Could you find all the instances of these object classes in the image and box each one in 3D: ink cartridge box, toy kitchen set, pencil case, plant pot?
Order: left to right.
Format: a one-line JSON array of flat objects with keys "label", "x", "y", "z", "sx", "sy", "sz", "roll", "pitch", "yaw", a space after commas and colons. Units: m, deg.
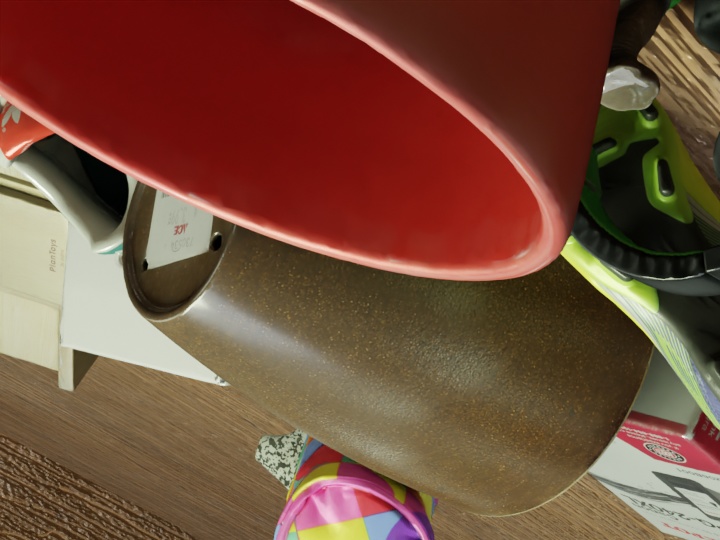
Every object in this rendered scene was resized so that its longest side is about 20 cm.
[{"label": "toy kitchen set", "x": -0.222, "y": -0.070, "z": 1.158, "sx": 0.162, "sy": 0.181, "sz": 0.201, "roll": 17, "pitch": 129, "yaw": 10}, {"label": "ink cartridge box", "x": -0.060, "y": 0.015, "z": 1.076, "sx": 0.145, "sy": 0.086, "sz": 0.199, "roll": 10, "pitch": -176, "yaw": 40}, {"label": "plant pot", "x": -0.005, "y": -0.119, "z": 0.496, "sx": 0.199, "sy": 0.178, "sz": 0.201, "roll": 22, "pitch": 165, "yaw": 6}, {"label": "plant pot", "x": 0.000, "y": 0.000, "z": 0.806, "sx": 0.199, "sy": 0.189, "sz": 0.186, "roll": 18, "pitch": 170, "yaw": -35}, {"label": "pencil case", "x": 0.005, "y": 0.116, "z": 0.949, "sx": 0.088, "sy": 0.089, "sz": 0.200, "roll": 23, "pitch": -162, "yaw": -2}, {"label": "ink cartridge box", "x": 0.180, "y": 0.080, "z": 0.932, "sx": 0.145, "sy": 0.084, "sz": 0.200, "roll": 11, "pitch": 159, "yaw": 48}]

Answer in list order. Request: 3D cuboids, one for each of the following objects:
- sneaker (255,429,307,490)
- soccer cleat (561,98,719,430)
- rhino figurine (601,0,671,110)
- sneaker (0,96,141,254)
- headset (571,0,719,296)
[{"label": "sneaker", "x": 0.006, "y": 0.076, "z": 1.156, "sx": 0.088, "sy": 0.200, "sz": 0.077, "roll": 33, "pitch": 145, "yaw": 16}, {"label": "soccer cleat", "x": 0.119, "y": 0.000, "z": 0.676, "sx": 0.201, "sy": 0.065, "sz": 0.084, "roll": 53, "pitch": -179, "yaw": 21}, {"label": "rhino figurine", "x": 0.073, "y": -0.094, "z": 0.589, "sx": 0.060, "sy": 0.088, "sz": 0.200, "roll": 33, "pitch": 136, "yaw": -27}, {"label": "sneaker", "x": -0.142, "y": -0.095, "z": 0.810, "sx": 0.070, "sy": 0.093, "sz": 0.201, "roll": -27, "pitch": 99, "yaw": 23}, {"label": "headset", "x": 0.157, "y": -0.062, "z": 0.598, "sx": 0.199, "sy": 0.124, "sz": 0.094, "roll": -22, "pitch": 152, "yaw": 34}]
